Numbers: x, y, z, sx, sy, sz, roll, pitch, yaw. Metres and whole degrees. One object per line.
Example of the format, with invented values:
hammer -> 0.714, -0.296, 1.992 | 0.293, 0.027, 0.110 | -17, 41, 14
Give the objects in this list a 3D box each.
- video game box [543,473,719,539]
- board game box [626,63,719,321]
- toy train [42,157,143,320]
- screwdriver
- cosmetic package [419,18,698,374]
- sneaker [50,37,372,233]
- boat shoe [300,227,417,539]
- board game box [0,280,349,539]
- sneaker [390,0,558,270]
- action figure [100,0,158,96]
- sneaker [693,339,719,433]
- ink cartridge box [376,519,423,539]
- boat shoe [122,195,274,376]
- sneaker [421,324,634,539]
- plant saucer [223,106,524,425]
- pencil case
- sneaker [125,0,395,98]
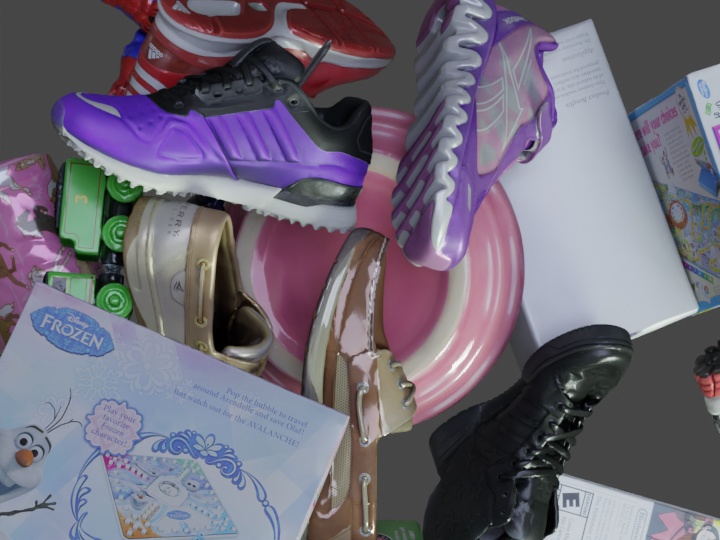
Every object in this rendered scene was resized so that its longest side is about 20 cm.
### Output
video game box -> 0.169, 0.243, 1.740 | 0.181, 0.047, 0.201 | 16, 82, -3
board game box -> 0.211, -0.045, 1.699 | 0.034, 0.200, 0.135 | -18, 87, -10
toy train -> -0.163, 0.029, 1.636 | 0.056, 0.042, 0.201 | 6, 79, -5
screwdriver -> -0.069, -0.069, 1.692 | 0.028, 0.029, 0.200 | 46, 116, 14
cosmetic package -> 0.124, -0.044, 1.747 | 0.112, 0.081, 0.201 | -18, 88, -10
sneaker -> -0.081, -0.093, 1.619 | 0.199, 0.070, 0.100 | 13, 106, -24
boat shoe -> -0.001, 0.076, 1.644 | 0.071, 0.076, 0.201 | 11, 96, 3
board game box -> -0.135, 0.136, 1.562 | 0.199, 0.043, 0.200 | 23, 71, 2
sneaker -> 0.075, -0.084, 1.647 | 0.088, 0.081, 0.201 | 22, 55, -16
action figure -> -0.175, -0.176, 1.709 | 0.199, 0.065, 0.099 | 30, 36, -6
sneaker -> 0.313, 0.062, 1.775 | 0.199, 0.078, 0.083 | -20, 103, -7
ink cartridge box -> -0.056, 0.216, 1.651 | 0.198, 0.145, 0.085 | 2, 114, -8
boat shoe -> -0.087, 0.042, 1.658 | 0.069, 0.201, 0.074 | 1, 44, 18
sneaker -> 0.103, 0.123, 1.694 | 0.060, 0.200, 0.105 | 17, 48, -39
plant saucer -> 0.000, 0.000, 1.699 | 0.199, 0.051, 0.202 | 1, 93, 15
pencil case -> -0.192, 0.027, 1.690 | 0.086, 0.083, 0.201 | -21, 88, -16
sneaker -> -0.073, -0.118, 1.718 | 0.078, 0.199, 0.116 | 51, 121, 33
